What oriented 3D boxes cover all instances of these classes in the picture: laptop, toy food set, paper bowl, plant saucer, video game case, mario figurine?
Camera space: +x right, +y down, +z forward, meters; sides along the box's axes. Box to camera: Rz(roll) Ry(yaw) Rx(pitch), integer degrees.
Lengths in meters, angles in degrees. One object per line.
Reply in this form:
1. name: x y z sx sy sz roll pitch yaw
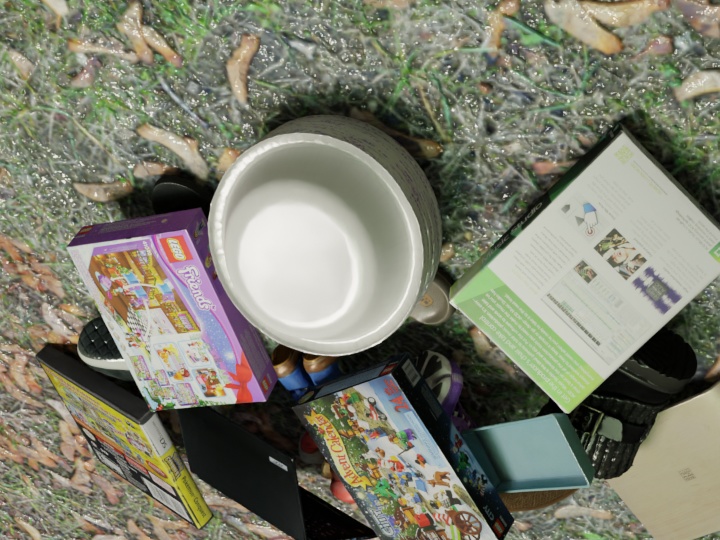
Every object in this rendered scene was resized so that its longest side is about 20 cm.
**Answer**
1. laptop: -0.086 0.204 1.448 0.176 0.199 0.105 25 100 35
2. toy food set: 0.319 0.176 1.330 0.199 0.061 0.144 -31 105 39
3. paper bowl: -0.036 -0.024 1.183 0.198 0.104 0.204 8 112 19
4. plant saucer: 0.152 0.166 1.264 0.071 0.019 0.200 62 159 0
5. video game case: -0.260 0.182 1.525 0.199 0.025 0.182 23 146 41
6. mario figurine: -0.017 0.151 1.438 0.123 0.105 0.202 24 143 57

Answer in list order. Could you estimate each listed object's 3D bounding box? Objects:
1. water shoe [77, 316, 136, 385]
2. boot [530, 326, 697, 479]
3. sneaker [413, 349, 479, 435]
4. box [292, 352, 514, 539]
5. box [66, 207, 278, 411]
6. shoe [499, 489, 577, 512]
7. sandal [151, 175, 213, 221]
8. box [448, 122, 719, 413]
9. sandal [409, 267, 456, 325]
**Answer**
1. water shoe: -0.196 0.091 1.451 0.197 0.072 0.079 12 159 15
2. boot: 0.181 0.091 1.250 0.210 0.080 0.159 33 133 4
3. sneaker: 0.084 0.148 1.392 0.082 0.082 0.201 2 146 -2
4. box: 0.040 0.186 1.329 0.136 0.038 0.201 -23 106 40
5. box: -0.176 0.042 1.316 0.135 0.039 0.202 -6 122 26
6. shoe: 0.141 0.216 1.412 0.197 0.054 0.070 -21 136 5
7. sandal: -0.150 -0.004 1.335 0.074 0.048 0.202 0 133 21
8. box: 0.190 0.000 1.137 0.144 0.036 0.200 43 105 -10
9. sandal: 0.000 0.000 1.273 0.199 0.055 0.082 34 136 -13
